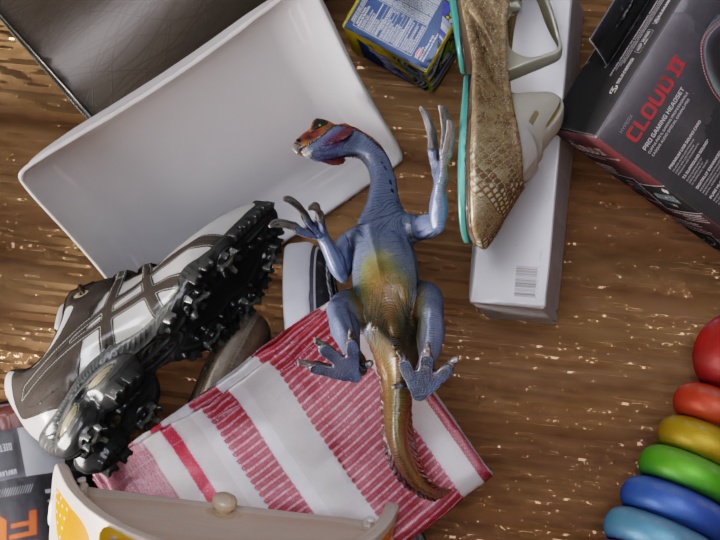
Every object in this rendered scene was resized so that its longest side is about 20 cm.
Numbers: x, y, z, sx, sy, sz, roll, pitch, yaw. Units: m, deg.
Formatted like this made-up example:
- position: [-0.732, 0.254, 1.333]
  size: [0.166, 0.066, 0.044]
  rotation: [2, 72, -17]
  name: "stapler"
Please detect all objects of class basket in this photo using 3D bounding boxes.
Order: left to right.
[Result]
- position: [-0.108, -0.175, 1.245]
  size: [0.200, 0.136, 0.180]
  rotation: [-43, 96, -4]
  name: "basket"

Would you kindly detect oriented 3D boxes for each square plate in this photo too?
- position: [-0.086, -0.068, 1.196]
  size: [0.198, 0.200, 0.028]
  rotation: [-33, 57, -1]
  name: "square plate"

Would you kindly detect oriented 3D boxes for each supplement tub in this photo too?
- position: [-0.201, 0.184, 1.213]
  size: [0.106, 0.107, 0.201]
  rotation: [-15, 77, 5]
  name: "supplement tub"

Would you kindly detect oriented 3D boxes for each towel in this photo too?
- position: [-0.042, 0.122, 1.186]
  size: [0.200, 0.023, 0.144]
  rotation: [-36, 88, 4]
  name: "towel"

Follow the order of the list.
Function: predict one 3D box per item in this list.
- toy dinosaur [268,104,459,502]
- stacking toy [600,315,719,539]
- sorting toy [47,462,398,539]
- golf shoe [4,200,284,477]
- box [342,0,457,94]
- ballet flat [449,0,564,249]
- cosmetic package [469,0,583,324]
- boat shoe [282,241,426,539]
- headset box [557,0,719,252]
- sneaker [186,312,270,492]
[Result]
- position: [0.000, 0.000, 1.157]
  size: [0.104, 0.182, 0.201]
  rotation: [-1, 125, -2]
  name: "toy dinosaur"
- position: [0.198, 0.119, 1.197]
  size: [0.085, 0.085, 0.201]
  rotation: [22, 78, 10]
  name: "stacking toy"
- position: [-0.086, 0.219, 1.134]
  size: [0.199, 0.107, 0.181]
  rotation: [7, 110, -6]
  name: "sorting toy"
- position: [-0.130, 0.022, 1.185]
  size: [0.094, 0.078, 0.200]
  rotation: [31, 68, 30]
  name: "golf shoe"
- position: [0.066, -0.217, 1.256]
  size: [0.064, 0.070, 0.201]
  rotation: [30, 87, 8]
  name: "box"
- position: [0.084, -0.110, 1.148]
  size: [0.065, 0.071, 0.201]
  rotation: [-4, 72, 5]
  name: "ballet flat"
- position: [0.102, -0.072, 1.226]
  size: [0.050, 0.083, 0.201]
  rotation: [4, 82, 13]
  name: "cosmetic package"
- position: [-0.001, 0.077, 1.224]
  size: [0.067, 0.072, 0.201]
  rotation: [-12, 84, 7]
  name: "boat shoe"
- position: [0.218, -0.100, 1.175]
  size: [0.200, 0.075, 0.149]
  rotation: [34, 87, -20]
  name: "headset box"
- position: [-0.082, 0.125, 1.241]
  size: [0.075, 0.070, 0.201]
  rotation: [20, 90, -7]
  name: "sneaker"
